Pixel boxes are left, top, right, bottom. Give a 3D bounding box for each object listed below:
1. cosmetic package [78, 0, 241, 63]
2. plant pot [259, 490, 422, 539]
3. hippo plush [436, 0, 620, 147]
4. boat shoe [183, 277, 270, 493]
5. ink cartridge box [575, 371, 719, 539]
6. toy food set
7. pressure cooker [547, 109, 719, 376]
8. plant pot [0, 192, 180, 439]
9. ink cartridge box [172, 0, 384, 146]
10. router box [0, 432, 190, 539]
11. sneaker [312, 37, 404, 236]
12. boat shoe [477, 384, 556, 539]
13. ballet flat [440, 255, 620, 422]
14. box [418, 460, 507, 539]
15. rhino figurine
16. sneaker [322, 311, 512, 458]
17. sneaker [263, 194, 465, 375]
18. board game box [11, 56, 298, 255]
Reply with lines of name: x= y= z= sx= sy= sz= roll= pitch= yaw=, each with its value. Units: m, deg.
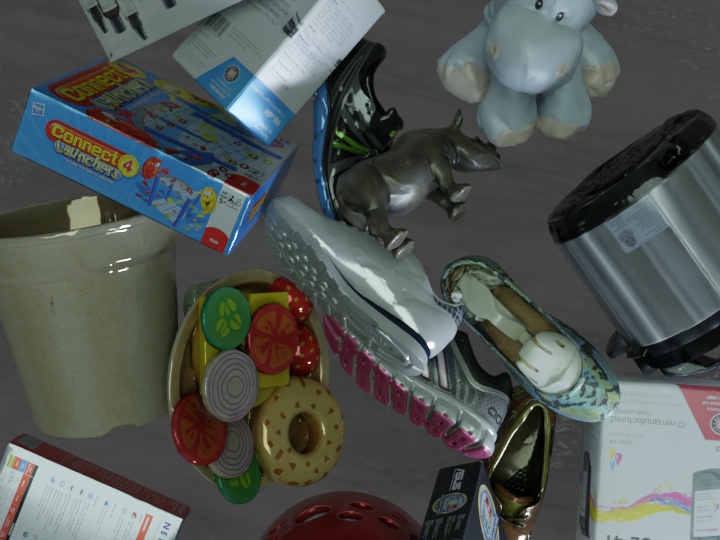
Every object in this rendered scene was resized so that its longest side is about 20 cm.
cosmetic package: x=-0.152 y=-0.257 z=1.064 sx=0.198 sy=0.051 sz=0.083 roll=-19 pitch=110 yaw=27
plant pot: x=-0.014 y=0.309 z=1.078 sx=0.197 sy=0.182 sz=0.204 roll=0 pitch=90 yaw=0
hippo plush: x=0.171 y=-0.205 z=1.057 sx=0.158 sy=0.161 sz=0.202 roll=27 pitch=87 yaw=-7
boat shoe: x=-0.118 y=0.105 z=1.135 sx=0.061 sy=0.071 sz=0.204 roll=1 pitch=101 yaw=43
ink cartridge box: x=0.276 y=0.199 z=1.115 sx=0.145 sy=0.086 sz=0.204 roll=3 pitch=90 yaw=0
toy food set: x=-0.092 y=0.100 z=1.081 sx=0.048 sy=0.196 sz=0.204 roll=2 pitch=94 yaw=43
pressure cooker: x=0.277 y=-0.011 z=1.059 sx=0.178 sy=0.176 sz=0.201 roll=-39 pitch=94 yaw=-27
plant pot: x=-0.237 y=0.039 z=1.079 sx=0.197 sy=0.201 sz=0.187 roll=-7 pitch=103 yaw=1
ink cartridge box: x=-0.060 y=-0.225 z=1.088 sx=0.200 sy=0.068 sz=0.116 roll=-48 pitch=47 yaw=3
router box: x=-0.278 y=0.282 z=1.145 sx=0.177 sy=0.049 sz=0.203 roll=24 pitch=92 yaw=0
sneaker: x=-0.001 y=-0.114 z=1.116 sx=0.081 sy=0.071 sz=0.204 roll=-2 pitch=89 yaw=7
boat shoe: x=0.131 y=0.206 z=1.125 sx=0.071 sy=0.068 sz=0.204 roll=10 pitch=93 yaw=-2
ballet flat: x=0.142 y=0.060 z=1.083 sx=0.200 sy=0.074 sz=0.075 roll=41 pitch=93 yaw=27
box: x=0.092 y=0.280 z=1.019 sx=0.044 sy=0.200 sz=0.163 roll=-13 pitch=107 yaw=18
rhino figurine: x=0.058 y=-0.085 z=1.086 sx=0.087 sy=0.060 sz=0.199 roll=43 pitch=52 yaw=16
sneaker: x=0.057 y=0.083 z=1.123 sx=0.199 sy=0.074 sz=0.088 roll=35 pitch=64 yaw=15
sneaker: x=0.000 y=0.000 z=1.076 sx=0.200 sy=0.076 sz=0.081 roll=43 pitch=67 yaw=0
board game box: x=-0.167 y=-0.105 z=1.053 sx=0.193 sy=0.200 sz=0.056 roll=26 pitch=109 yaw=-1
